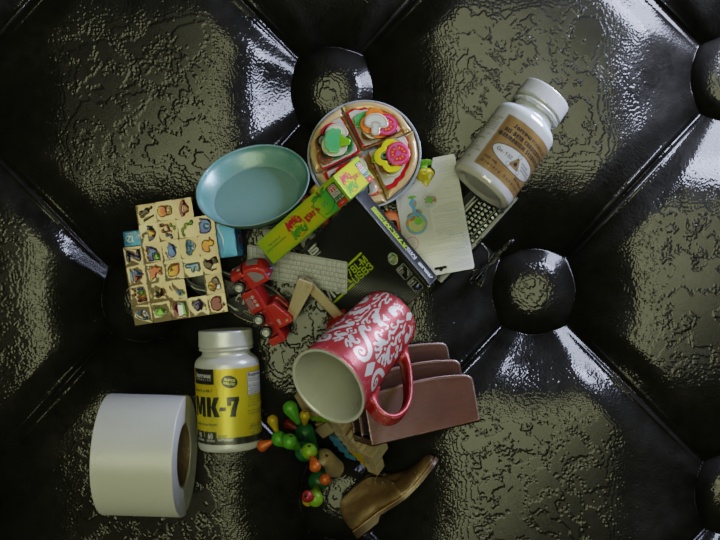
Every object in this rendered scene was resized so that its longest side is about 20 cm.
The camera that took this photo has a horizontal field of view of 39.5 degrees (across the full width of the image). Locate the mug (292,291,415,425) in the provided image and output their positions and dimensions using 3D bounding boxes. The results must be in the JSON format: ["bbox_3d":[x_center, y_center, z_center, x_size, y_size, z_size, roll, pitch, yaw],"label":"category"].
[{"bbox_3d":[0.007,0.148,1.608,0.132,0.200,0.179,-16,109,39],"label":"mug"}]

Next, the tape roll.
[{"bbox_3d":[-0.362,0.311,1.692,0.136,0.203,0.207,2,92,2],"label":"tape roll"}]

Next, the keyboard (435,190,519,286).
[{"bbox_3d":[0.201,-0.056,1.745,0.127,0.021,0.200,42,94,1],"label":"keyboard"}]

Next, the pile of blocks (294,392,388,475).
[{"bbox_3d":[-0.027,0.268,1.752,0.200,0.082,0.062,48,53,-7],"label":"pile of blocks"}]

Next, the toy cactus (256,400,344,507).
[{"bbox_3d":[-0.088,0.323,1.706,0.102,0.165,0.201,-41,49,9],"label":"toy cactus"}]

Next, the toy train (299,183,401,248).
[{"bbox_3d":[-0.011,-0.091,1.736,0.196,0.056,0.153,-5,91,2],"label":"toy train"}]

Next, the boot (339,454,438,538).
[{"bbox_3d":[0.047,0.375,1.744,0.199,0.074,0.076,-40,80,5],"label":"boot"}]

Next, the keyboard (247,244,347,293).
[{"bbox_3d":[-0.110,-0.003,1.722,0.197,0.011,0.057,10,116,24],"label":"keyboard"}]

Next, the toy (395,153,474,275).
[{"bbox_3d":[0.124,-0.090,1.727,0.113,0.047,0.204,-10,82,4],"label":"toy"}]

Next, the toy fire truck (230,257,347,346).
[{"bbox_3d":[-0.115,0.055,1.690,0.139,0.049,0.202,-26,106,14],"label":"toy fire truck"}]

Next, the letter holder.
[{"bbox_3d":[0.083,0.200,1.687,0.197,0.100,0.145,-9,89,-18],"label":"letter holder"}]

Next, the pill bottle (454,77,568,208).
[{"bbox_3d":[0.258,-0.217,1.686,0.114,0.114,0.201,37,85,1],"label":"pill bottle"}]

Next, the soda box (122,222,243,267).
[{"bbox_3d":[-0.307,-0.047,1.744,0.196,0.068,0.065,-7,92,3],"label":"soda box"}]

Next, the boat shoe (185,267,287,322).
[{"bbox_3d":[-0.217,0.043,1.745,0.197,0.063,0.074,25,93,2],"label":"boat shoe"}]

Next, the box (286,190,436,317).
[{"bbox_3d":[0.000,0.000,1.700,0.194,0.048,0.200,49,123,-1],"label":"box"}]

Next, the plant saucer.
[{"bbox_3d":[-0.181,-0.135,1.706,0.196,0.036,0.202,-6,47,6],"label":"plant saucer"}]

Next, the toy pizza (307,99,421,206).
[{"bbox_3d":[0.006,-0.203,1.712,0.196,0.032,0.204,-1,72,2],"label":"toy pizza"}]

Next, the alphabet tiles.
[{"bbox_3d":[-0.321,-0.018,1.709,0.164,0.008,0.204,-8,94,3],"label":"alphabet tiles"}]

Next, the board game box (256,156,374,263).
[{"bbox_3d":[-0.075,-0.099,1.655,0.199,0.102,0.048,-38,95,33],"label":"board game box"}]

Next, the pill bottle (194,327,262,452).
[{"bbox_3d":[-0.228,0.203,1.726,0.112,0.114,0.204,-3,91,3],"label":"pill bottle"}]
